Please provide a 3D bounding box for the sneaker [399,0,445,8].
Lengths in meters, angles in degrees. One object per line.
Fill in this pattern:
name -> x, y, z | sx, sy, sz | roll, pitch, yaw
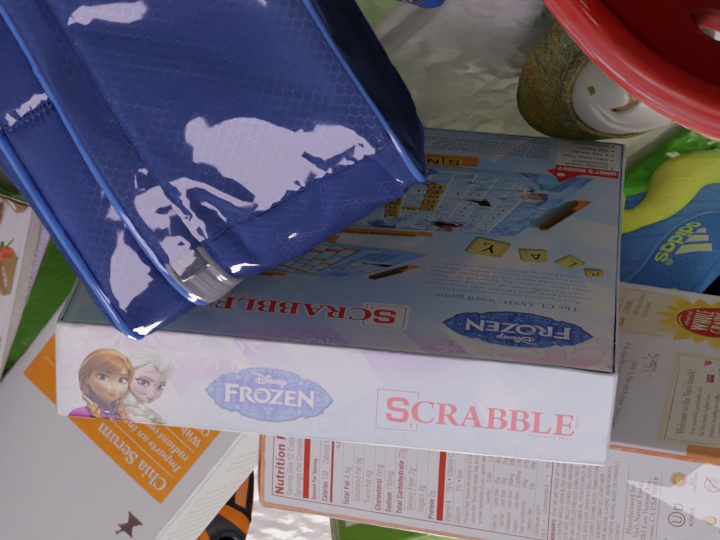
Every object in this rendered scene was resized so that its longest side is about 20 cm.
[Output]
sneaker -> 0.067, -0.153, 0.970 | 0.200, 0.077, 0.085 | -23, 145, 37

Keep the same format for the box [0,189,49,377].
box -> -0.184, 0.060, 1.133 | 0.039, 0.200, 0.041 | 19, 180, -35

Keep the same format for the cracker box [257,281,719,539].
cracker box -> 0.073, 0.053, 1.040 | 0.200, 0.134, 0.058 | 9, 117, 12

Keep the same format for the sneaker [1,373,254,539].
sneaker -> -0.148, 0.113, 1.253 | 0.200, 0.112, 0.078 | -1, 147, -6

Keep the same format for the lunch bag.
lunch bag -> -0.081, -0.085, 0.907 | 0.132, 0.136, 0.200 | -31, 101, 8

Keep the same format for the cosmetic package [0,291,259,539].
cosmetic package -> -0.125, 0.097, 1.175 | 0.200, 0.101, 0.071 | -51, 169, 14

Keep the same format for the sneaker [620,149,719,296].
sneaker -> 0.093, 0.014, 1.126 | 0.200, 0.105, 0.076 | -26, 121, -5

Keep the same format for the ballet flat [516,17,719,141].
ballet flat -> 0.125, -0.096, 1.050 | 0.071, 0.071, 0.200 | 16, 139, -26

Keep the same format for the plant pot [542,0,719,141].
plant pot -> 0.160, -0.150, 0.787 | 0.182, 0.201, 0.200 | -22, 161, -44

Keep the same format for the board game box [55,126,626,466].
board game box -> 0.000, 0.000, 1.028 | 0.200, 0.200, 0.041 | 5, 117, 5

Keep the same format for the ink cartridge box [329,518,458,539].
ink cartridge box -> 0.086, 0.141, 1.356 | 0.148, 0.076, 0.200 | -17, 143, 14
